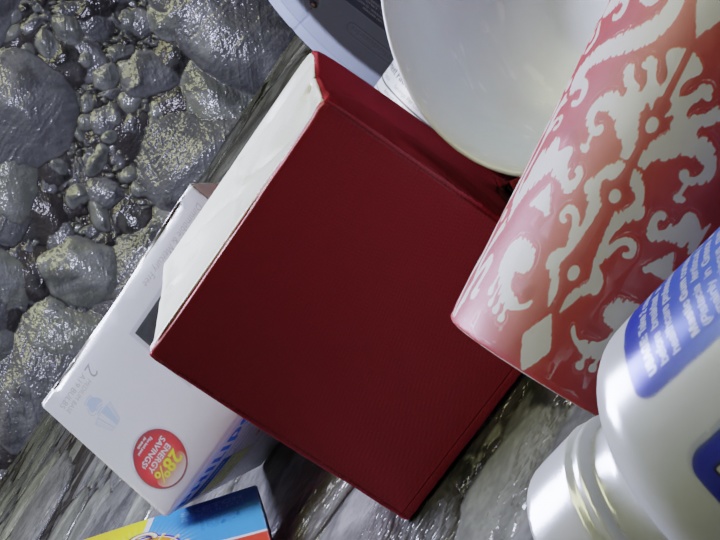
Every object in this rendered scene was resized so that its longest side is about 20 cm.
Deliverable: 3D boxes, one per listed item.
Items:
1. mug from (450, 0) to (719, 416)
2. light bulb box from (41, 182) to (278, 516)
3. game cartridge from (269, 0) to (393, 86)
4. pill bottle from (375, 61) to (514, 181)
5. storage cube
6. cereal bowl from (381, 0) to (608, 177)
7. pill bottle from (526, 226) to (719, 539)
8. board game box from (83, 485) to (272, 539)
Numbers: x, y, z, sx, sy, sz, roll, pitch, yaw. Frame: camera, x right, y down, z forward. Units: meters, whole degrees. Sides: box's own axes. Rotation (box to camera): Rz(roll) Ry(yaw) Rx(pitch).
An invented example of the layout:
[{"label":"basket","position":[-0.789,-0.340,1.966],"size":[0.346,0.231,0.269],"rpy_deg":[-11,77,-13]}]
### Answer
[{"label":"mug","position":[0.134,-0.036,0.634],"size":[0.201,0.133,0.178],"rpy_deg":[-60,12,5]},{"label":"light bulb box","position":[-0.095,0.048,1.143],"size":[0.199,0.125,0.200],"rpy_deg":[-54,-11,12]},{"label":"game cartridge","position":[0.019,-0.217,1.336],"size":[0.041,0.199,0.134],"rpy_deg":[-33,26,53]},{"label":"pill bottle","position":[0.050,-0.083,1.059],"size":[0.201,0.112,0.112],"rpy_deg":[-53,13,14]},{"label":"storage cube","position":[0.000,0.000,0.927],"size":[0.201,0.179,0.171],"rpy_deg":[-55,13,12]},{"label":"cereal bowl","position":[0.105,-0.153,0.822],"size":[0.083,0.201,0.200],"rpy_deg":[-14,-22,-43]},{"label":"pill bottle","position":[0.142,0.031,0.473],"size":[0.200,0.112,0.112],"rpy_deg":[-49,15,31]},{"label":"board game box","position":[-0.150,0.210,1.024],"size":[0.198,0.041,0.153],"rpy_deg":[-17,12,-6]}]
